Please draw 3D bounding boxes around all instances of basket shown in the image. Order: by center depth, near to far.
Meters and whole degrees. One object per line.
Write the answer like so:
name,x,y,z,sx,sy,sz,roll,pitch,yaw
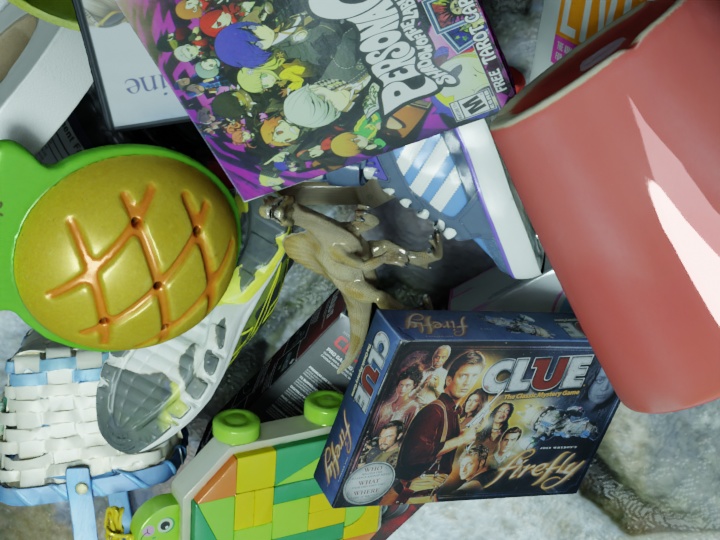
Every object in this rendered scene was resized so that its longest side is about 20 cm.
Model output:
basket,-0.194,0.137,1.064,0.139,0.176,0.200,-11,99,-3

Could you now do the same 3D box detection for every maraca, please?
maraca,-0.161,-0.014,0.876,0.200,0.107,0.137,7,108,-36

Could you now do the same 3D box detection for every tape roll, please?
tape roll,-0.229,-0.115,0.936,0.203,0.203,0.037,-38,119,19

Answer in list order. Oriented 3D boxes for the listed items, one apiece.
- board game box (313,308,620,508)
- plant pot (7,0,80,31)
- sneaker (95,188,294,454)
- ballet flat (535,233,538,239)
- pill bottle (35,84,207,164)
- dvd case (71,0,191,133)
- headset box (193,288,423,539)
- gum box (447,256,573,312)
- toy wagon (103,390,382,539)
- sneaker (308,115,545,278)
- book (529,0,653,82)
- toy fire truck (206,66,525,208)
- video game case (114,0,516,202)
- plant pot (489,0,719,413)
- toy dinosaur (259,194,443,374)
board game box,0.081,0.090,0.955,0.200,0.035,0.136,1,123,-31
plant pot,-0.140,-0.274,0.843,0.200,0.193,0.201,-6,137,-6
sneaker,-0.100,0.041,0.982,0.074,0.085,0.200,33,85,19
ballet flat,0.205,0.010,0.944,0.200,0.072,0.072,38,112,-15
pill bottle,-0.185,-0.077,0.997,0.200,0.112,0.112,-34,107,18
dvd case,-0.092,-0.165,0.815,0.142,0.018,0.200,-10,138,-3
headset box,-0.004,0.112,1.082,0.149,0.077,0.200,40,113,-12
gum box,0.175,0.025,1.030,0.200,0.066,0.114,-29,107,16
toy wagon,-0.076,0.169,1.003,0.200,0.040,0.155,-9,117,-27
sneaker,0.024,-0.068,0.951,0.146,0.081,0.200,-17,115,21
book,0.166,-0.157,0.922,0.048,0.134,0.200,-7,117,-29
toy fire truck,0.002,-0.095,1.005,0.200,0.049,0.141,14,115,-1
video game case,-0.025,-0.139,0.814,0.181,0.036,0.200,-18,137,11
plant pot,0.179,-0.050,0.804,0.200,0.200,0.177,-34,98,18
toy dinosaur,0.000,0.000,0.940,0.101,0.058,0.200,6,149,23
